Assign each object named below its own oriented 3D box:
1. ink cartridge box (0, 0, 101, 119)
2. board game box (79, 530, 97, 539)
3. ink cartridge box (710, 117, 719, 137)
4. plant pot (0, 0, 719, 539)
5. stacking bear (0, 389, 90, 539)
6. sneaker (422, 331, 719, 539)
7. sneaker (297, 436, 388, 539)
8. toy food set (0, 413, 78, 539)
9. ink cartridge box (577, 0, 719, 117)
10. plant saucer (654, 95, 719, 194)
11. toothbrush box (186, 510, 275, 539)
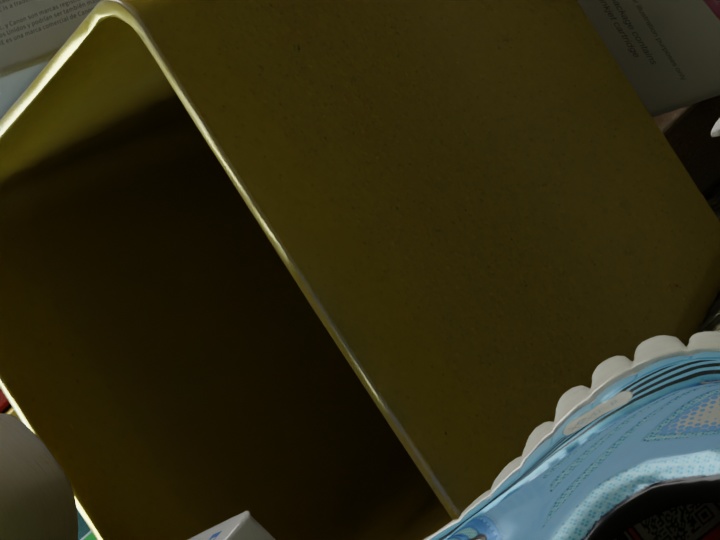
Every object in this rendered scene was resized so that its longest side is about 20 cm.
[{"bbox_3d":[-0.081,-0.157,0.764,0.200,0.176,0.084,-21,-9,-8],"label":"ink cartridge box"},{"bbox_3d":[-0.054,0.086,1.020,0.135,0.029,0.200,-40,-5,24],"label":"board game box"},{"bbox_3d":[0.193,-0.088,0.579,0.200,0.068,0.115,-46,6,-15],"label":"ink cartridge box"},{"bbox_3d":[0.000,0.000,0.757,0.176,0.200,0.200,-32,-2,-35],"label":"plant pot"},{"bbox_3d":[-0.165,0.086,1.131,0.121,0.200,0.114,-44,6,3],"label":"stacking bear"},{"bbox_3d":[0.023,0.092,0.470,0.200,0.078,0.090,-45,10,1],"label":"sneaker"},{"bbox_3d":[0.015,0.041,0.907,0.083,0.072,0.200,-37,20,44],"label":"sneaker"},{"bbox_3d":[-0.171,0.155,0.744,0.143,0.060,0.200,-11,-66,-51],"label":"toy food set"},{"bbox_3d":[0.167,-0.141,0.811,0.200,0.085,0.145,-16,26,43],"label":"ink cartridge box"},{"bbox_3d":[0.129,-0.059,0.944,0.200,0.035,0.200,-43,6,6],"label":"plant saucer"},{"bbox_3d":[-0.082,0.162,0.640,0.146,0.086,0.200,-48,9,-28],"label":"toothbrush box"}]
